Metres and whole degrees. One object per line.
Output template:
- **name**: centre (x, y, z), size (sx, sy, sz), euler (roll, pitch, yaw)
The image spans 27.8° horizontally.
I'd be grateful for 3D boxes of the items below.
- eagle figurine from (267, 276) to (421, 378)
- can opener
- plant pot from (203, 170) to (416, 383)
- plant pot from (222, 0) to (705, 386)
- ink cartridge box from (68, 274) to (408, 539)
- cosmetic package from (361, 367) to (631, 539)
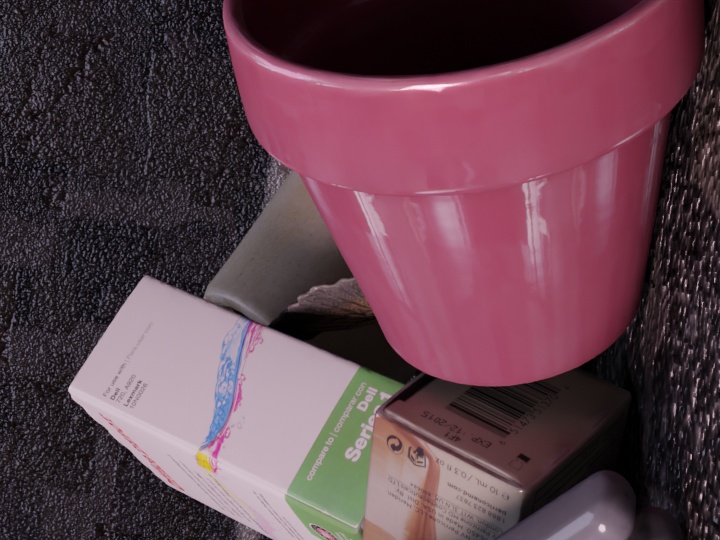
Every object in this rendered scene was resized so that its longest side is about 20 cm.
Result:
- **eagle figurine**: centre (0.057, 0.001, 0.831), size (0.201, 0.151, 0.151), euler (-60, -24, 5)
- **can opener**: centre (0.049, 0.138, 0.611), size (0.200, 0.052, 0.067), euler (-41, 22, 39)
- **plant pot**: centre (0.000, 0.000, 0.972), size (0.184, 0.200, 0.201), euler (-48, -14, -20)
- **plant pot**: centre (0.055, -0.058, 0.644), size (0.201, 0.198, 0.180), euler (-85, -16, -53)
- **ink cartridge box**: centre (-0.043, 0.098, 0.818), size (0.084, 0.199, 0.145), euler (-58, -30, -18)
- **cosmetic package**: centre (0.059, 0.145, 0.721), size (0.103, 0.087, 0.201), euler (-31, -44, -46)
